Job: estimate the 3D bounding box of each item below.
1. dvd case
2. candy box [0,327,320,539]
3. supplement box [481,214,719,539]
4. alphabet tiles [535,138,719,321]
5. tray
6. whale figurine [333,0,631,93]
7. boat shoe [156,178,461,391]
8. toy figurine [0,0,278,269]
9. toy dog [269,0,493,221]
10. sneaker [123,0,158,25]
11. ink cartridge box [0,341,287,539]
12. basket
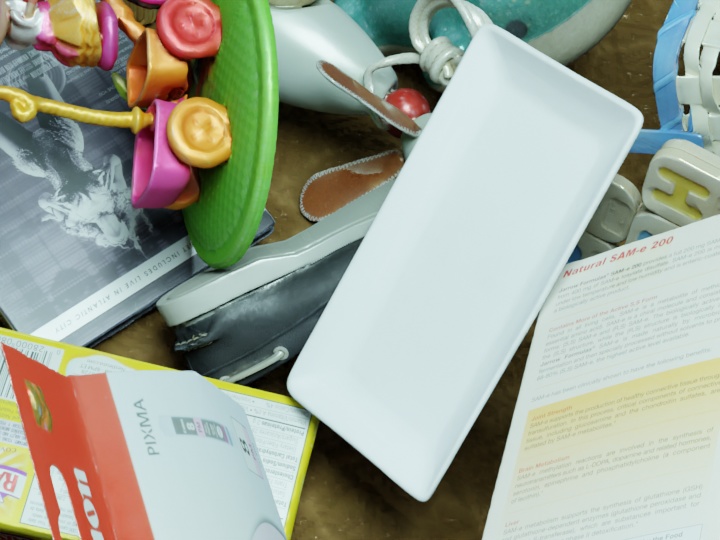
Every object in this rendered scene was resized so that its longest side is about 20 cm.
[{"bbox_3d":[-0.159,-0.063,1.114,0.148,0.016,0.200,-33,79,-24],"label":"dvd case"},{"bbox_3d":[-0.125,0.088,1.027,0.198,0.026,0.103,14,61,1],"label":"candy box"},{"bbox_3d":[0.128,0.078,0.902,0.074,0.125,0.201,45,45,-30],"label":"supplement box"},{"bbox_3d":[0.162,0.026,1.020,0.195,0.201,0.015,30,54,14],"label":"alphabet tiles"},{"bbox_3d":[0.049,-0.004,0.997,0.107,0.201,0.022,36,11,37],"label":"tray"},{"bbox_3d":[0.053,-0.166,1.182,0.199,0.104,0.160,-10,42,32],"label":"whale figurine"},{"bbox_3d":[0.000,0.000,1.064,0.199,0.074,0.061,-25,100,-2],"label":"boat shoe"},{"bbox_3d":[-0.149,-0.103,1.028,0.183,0.150,0.202,2,70,-21],"label":"toy figurine"},{"bbox_3d":[-0.023,-0.094,1.138,0.096,0.133,0.199,-30,42,-32],"label":"toy dog"},{"bbox_3d":[-0.174,-0.180,1.211,0.199,0.076,0.088,-15,55,-21],"label":"sneaker"},{"bbox_3d":[-0.071,0.116,0.892,0.057,0.200,0.164,-20,71,4],"label":"ink cartridge box"},{"bbox_3d":[0.195,-0.122,1.194,0.199,0.140,0.177,3,44,28],"label":"basket"}]
